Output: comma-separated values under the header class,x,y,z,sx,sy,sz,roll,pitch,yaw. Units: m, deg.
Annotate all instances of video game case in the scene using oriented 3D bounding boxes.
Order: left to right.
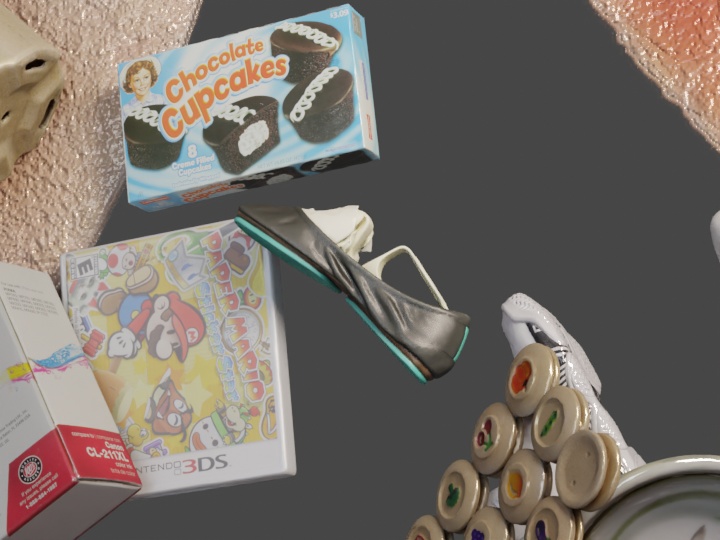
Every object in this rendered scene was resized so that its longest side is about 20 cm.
class,x,y,z,sx,sy,sz,roll,pitch,yaw
video game case,-0.142,0.069,1.485,0.181,0.023,0.201,-10,75,20

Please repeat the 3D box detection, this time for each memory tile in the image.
class,x,y,z,sx,sy,sz,roll,pitch,yaw
memory tile,0.093,0.159,1.270,0.200,0.017,0.153,-61,31,22

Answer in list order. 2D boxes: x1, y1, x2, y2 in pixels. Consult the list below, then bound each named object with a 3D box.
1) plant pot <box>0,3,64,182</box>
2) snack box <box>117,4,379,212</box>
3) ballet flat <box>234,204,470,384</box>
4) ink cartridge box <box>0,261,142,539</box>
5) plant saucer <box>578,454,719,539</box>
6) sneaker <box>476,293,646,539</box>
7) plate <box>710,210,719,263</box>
class,x,y,z,sx,sy,sz,roll,pitch,yaw
plant pot,-0.344,-0.161,1.541,0.183,0.200,0.201,33,92,14
snack box,-0.088,-0.123,1.497,0.199,0.037,0.117,-12,74,20
ballet flat,0.000,0.000,1.424,0.200,0.068,0.068,40,85,14
ink cartridge box,-0.273,0.114,1.480,0.146,0.083,0.200,-38,63,22
plant saucer,0.210,0.208,1.266,0.199,0.050,0.201,-1,105,-3
sneaker,0.120,0.120,1.337,0.115,0.075,0.200,-32,71,11
plate,0.329,0.005,1.240,0.200,0.032,0.200,-28,59,26
